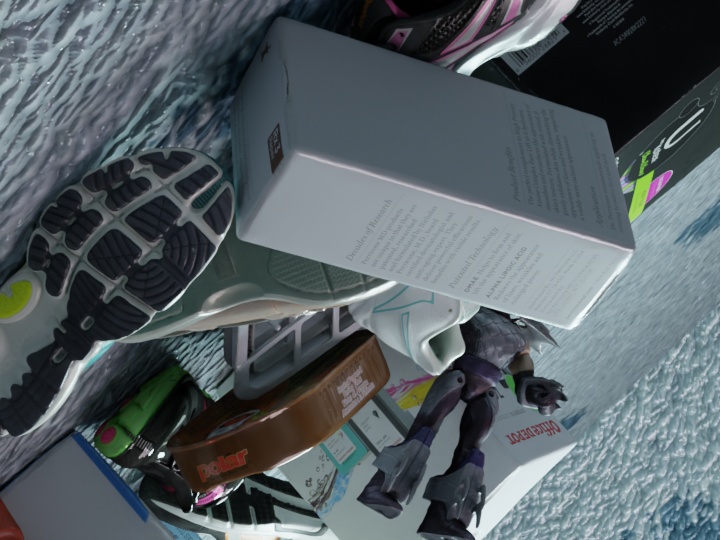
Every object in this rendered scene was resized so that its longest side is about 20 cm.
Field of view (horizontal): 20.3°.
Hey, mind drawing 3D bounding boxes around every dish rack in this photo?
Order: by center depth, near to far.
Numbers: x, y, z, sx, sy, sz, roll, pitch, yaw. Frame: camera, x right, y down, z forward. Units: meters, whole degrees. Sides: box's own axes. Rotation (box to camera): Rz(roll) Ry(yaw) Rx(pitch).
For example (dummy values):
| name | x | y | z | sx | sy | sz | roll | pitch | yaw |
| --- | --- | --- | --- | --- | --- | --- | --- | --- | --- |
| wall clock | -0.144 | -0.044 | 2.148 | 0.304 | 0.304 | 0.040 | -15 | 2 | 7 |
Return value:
| name | x | y | z | sx | sy | sz | roll | pitch | yaw |
| --- | --- | --- | --- | --- | --- | --- | --- | --- | --- |
| dish rack | -0.022 | -0.023 | 1.236 | 0.171 | 0.044 | 0.200 | -34 | 154 | -26 |

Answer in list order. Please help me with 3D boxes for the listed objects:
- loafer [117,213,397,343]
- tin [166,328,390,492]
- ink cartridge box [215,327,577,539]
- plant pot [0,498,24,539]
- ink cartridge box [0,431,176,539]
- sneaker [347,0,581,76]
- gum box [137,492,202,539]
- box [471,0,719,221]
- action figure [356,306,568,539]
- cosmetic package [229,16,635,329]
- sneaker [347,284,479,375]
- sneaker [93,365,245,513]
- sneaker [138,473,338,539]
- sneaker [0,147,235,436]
| name | x | y | z | sx | sy | sz | roll | pitch | yaw |
| --- | --- | --- | --- | --- | --- | --- | --- | --- | --- |
| loafer | -0.053 | -0.003 | 1.108 | 0.199 | 0.072 | 0.063 | -13 | 167 | 4 |
| tin | -0.049 | 0.089 | 1.309 | 0.112 | 0.042 | 0.200 | -25 | -175 | 27 |
| ink cartridge box | 0.029 | 0.111 | 1.496 | 0.146 | 0.200 | 0.147 | -46 | 166 | 17 |
| plant pot | -0.243 | 0.251 | 1.196 | 0.200 | 0.195 | 0.201 | -38 | 166 | -11 |
| ink cartridge box | -0.163 | 0.206 | 1.376 | 0.086 | 0.146 | 0.200 | -41 | 167 | -8 |
| sneaker | 0.022 | -0.125 | 1.074 | 0.086 | 0.081 | 0.200 | 18 | 124 | -47 |
| gum box | -0.182 | 0.287 | 1.520 | 0.200 | 0.170 | 0.045 | -37 | 166 | -19 |
| box | 0.163 | -0.119 | 1.331 | 0.148 | 0.124 | 0.200 | -39 | 165 | -7 |
| action figure | 0.074 | 0.083 | 1.363 | 0.201 | 0.130 | 0.069 | -67 | -167 | -17 |
| cosmetic package | 0.036 | -0.048 | 1.032 | 0.199 | 0.102 | 0.074 | 15 | 133 | -21 |
| sneaker | 0.050 | -0.017 | 1.215 | 0.070 | 0.080 | 0.201 | -30 | 150 | -30 |
| sneaker | -0.117 | 0.118 | 1.365 | 0.077 | 0.084 | 0.200 | -43 | 166 | 5 |
| sneaker | -0.078 | 0.197 | 1.545 | 0.074 | 0.199 | 0.080 | -96 | -154 | -49 |
| sneaker | -0.136 | 0.002 | 1.030 | 0.200 | 0.078 | 0.080 | -41 | -177 | 28 |
